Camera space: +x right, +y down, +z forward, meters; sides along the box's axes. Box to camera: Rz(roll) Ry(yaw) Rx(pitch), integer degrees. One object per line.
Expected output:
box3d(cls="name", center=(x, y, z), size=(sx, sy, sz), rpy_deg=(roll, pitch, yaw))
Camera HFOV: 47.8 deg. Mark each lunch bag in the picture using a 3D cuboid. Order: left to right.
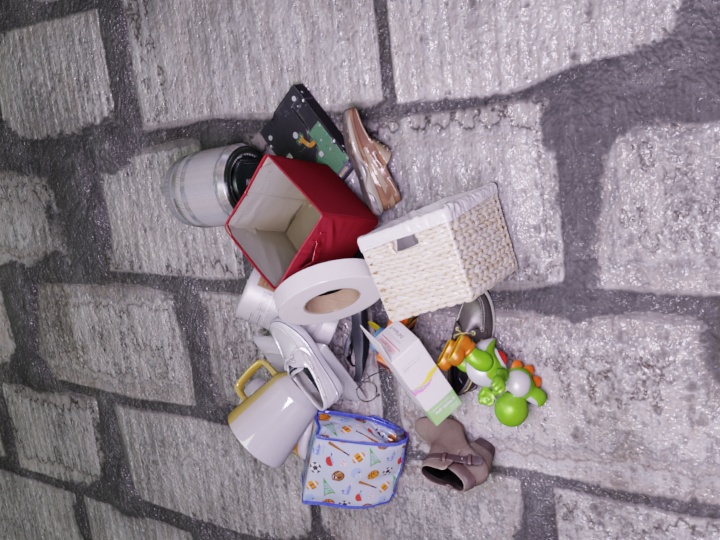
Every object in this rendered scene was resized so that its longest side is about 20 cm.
box3d(cls="lunch bag", center=(-0.012, 0.389, 1.665), size=(0.196, 0.124, 0.173), rpy_deg=(9, 114, -7))

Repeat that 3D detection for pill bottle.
box3d(cls="pill bottle", center=(-0.164, 0.318, 1.773), size=(0.198, 0.116, 0.119), rpy_deg=(23, 117, 29))
box3d(cls="pill bottle", center=(-0.142, 0.076, 1.645), size=(0.197, 0.115, 0.115), rpy_deg=(24, 122, -6))

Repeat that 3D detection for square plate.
box3d(cls="square plate", center=(-0.108, 0.208, 1.684), size=(0.197, 0.029, 0.199), rpy_deg=(4, 142, 36))

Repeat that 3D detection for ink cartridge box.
box3d(cls="ink cartridge box", center=(0.090, 0.167, 1.460), size=(0.201, 0.067, 0.117), rpy_deg=(55, 173, -23))

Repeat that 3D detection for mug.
box3d(cls="mug", center=(-0.176, 0.273, 1.636), size=(0.186, 0.149, 0.153), rpy_deg=(43, 97, 3))

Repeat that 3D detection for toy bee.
box3d(cls="toy bee", center=(0.058, 0.147, 1.577), size=(0.200, 0.108, 0.131), rpy_deg=(-45, 70, 10))

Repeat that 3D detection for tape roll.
box3d(cls="tape roll", center=(-0.055, 0.040, 1.444), size=(0.202, 0.200, 0.038), rpy_deg=(-34, 61, 38))

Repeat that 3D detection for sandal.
box3d(cls="sandal", center=(-0.010, 0.130, 1.607), size=(0.042, 0.077, 0.203), rpy_deg=(5, 123, 10))

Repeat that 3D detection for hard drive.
box3d(cls="hard drive", center=(-0.101, -0.246, 1.605), size=(0.201, 0.038, 0.140), rpy_deg=(53, 128, 13))

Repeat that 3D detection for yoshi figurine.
box3d(cls="yoshi figurine", center=(0.229, 0.203, 1.418), size=(0.198, 0.113, 0.113), rpy_deg=(30, 119, -7))

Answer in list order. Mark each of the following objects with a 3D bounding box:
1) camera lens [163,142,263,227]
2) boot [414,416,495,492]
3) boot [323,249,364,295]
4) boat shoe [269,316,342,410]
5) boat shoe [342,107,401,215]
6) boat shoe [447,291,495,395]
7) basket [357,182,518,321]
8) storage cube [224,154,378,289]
box3d(cls="camera lens", center=(-0.291, -0.174, 1.691), size=(0.197, 0.159, 0.163), rpy_deg=(-3, 102, 37))
box3d(cls="boot", center=(0.154, 0.343, 1.521), size=(0.197, 0.145, 0.072), rpy_deg=(11, 113, 34))
box3d(cls="boot", center=(0.000, 0.001, 1.583), size=(0.196, 0.073, 0.165), rpy_deg=(29, 121, 27))
box3d(cls="boat shoe", center=(-0.113, 0.178, 1.563), size=(0.201, 0.065, 0.074), rpy_deg=(49, 131, 5))
box3d(cls="boat shoe", center=(0.021, -0.206, 1.508), size=(0.076, 0.071, 0.203), rpy_deg=(-147, 37, -76))
box3d(cls="boat shoe", center=(0.198, 0.131, 1.478), size=(0.071, 0.060, 0.205), rpy_deg=(15, 113, 32))
box3d(cls="basket", center=(0.136, -0.031, 1.390), size=(0.196, 0.199, 0.164), rpy_deg=(-17, 96, 39))
box3d(cls="storage cube", center=(-0.107, -0.083, 1.489), size=(0.200, 0.178, 0.172), rpy_deg=(47, 115, 26))
